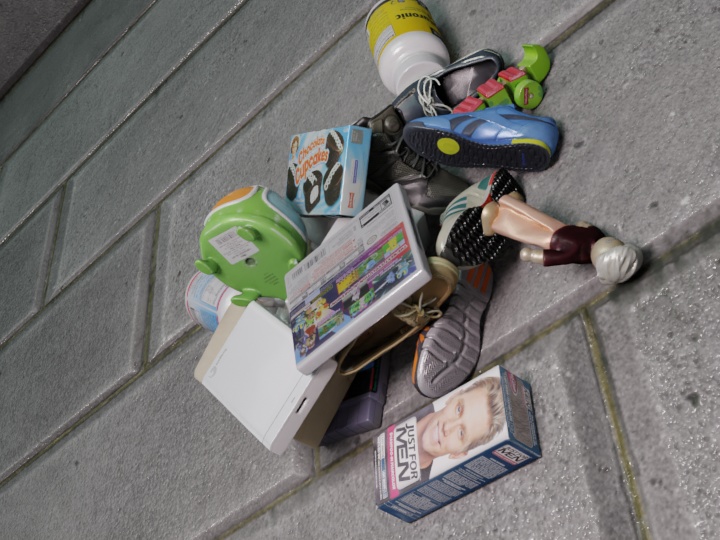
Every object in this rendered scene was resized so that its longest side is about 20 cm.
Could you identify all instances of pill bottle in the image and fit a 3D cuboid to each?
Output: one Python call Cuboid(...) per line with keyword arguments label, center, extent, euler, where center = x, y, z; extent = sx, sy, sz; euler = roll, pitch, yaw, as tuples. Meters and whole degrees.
Cuboid(label="pill bottle", center=(-0.189, 0.057, 1.694), extent=(0.200, 0.109, 0.109), euler=(18, 78, 56))
Cuboid(label="pill bottle", center=(0.076, -0.335, 1.668), extent=(0.111, 0.111, 0.200), euler=(-42, 36, 23))

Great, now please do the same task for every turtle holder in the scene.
Cuboid(label="turtle holder", center=(-0.124, -0.037, 1.469), extent=(0.132, 0.185, 0.141), euler=(-81, 18, -46))

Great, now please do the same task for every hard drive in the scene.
Cuboid(label="hard drive", center=(-0.120, 0.131, 1.369), extent=(0.132, 0.027, 0.200), euler=(-58, 37, -1))

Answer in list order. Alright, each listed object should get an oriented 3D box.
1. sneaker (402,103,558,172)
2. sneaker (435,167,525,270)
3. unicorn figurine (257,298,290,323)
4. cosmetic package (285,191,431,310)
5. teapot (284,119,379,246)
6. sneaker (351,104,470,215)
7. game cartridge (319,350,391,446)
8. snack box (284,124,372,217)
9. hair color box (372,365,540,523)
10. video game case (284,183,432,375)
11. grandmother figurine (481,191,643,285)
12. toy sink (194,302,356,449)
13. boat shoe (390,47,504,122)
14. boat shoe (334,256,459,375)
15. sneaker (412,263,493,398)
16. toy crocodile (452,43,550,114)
Cuboid(label="sneaker", center=(0.157, -0.180, 1.407), extent=(0.199, 0.066, 0.079), euler=(7, 56, 13))
Cuboid(label="sneaker", center=(0.133, -0.051, 1.355), extent=(0.093, 0.070, 0.200), euler=(-31, 14, 42))
Cuboid(label="unicorn figurine", center=(-0.107, 0.069, 1.581), extent=(0.074, 0.137, 0.201), euler=(-143, 67, -66))
Cuboid(label="cosmetic package", center=(0.000, 0.000, 1.449), extent=(0.113, 0.081, 0.200), euler=(23, 65, 24))
Cuboid(label="teapot", center=(-0.035, -0.131, 1.614), extent=(0.200, 0.146, 0.197), euler=(-60, 33, -4))
Cuboid(label="sneaker", center=(0.063, -0.148, 1.456), extent=(0.076, 0.199, 0.114), euler=(-52, -19, -39))
Cuboid(label="game cartridge", center=(-0.012, 0.131, 1.472), extent=(0.129, 0.038, 0.201), euler=(-29, 42, 43))
Cuboid(label="snack box", center=(-0.048, -0.131, 1.465), extent=(0.200, 0.037, 0.117), euler=(5, 89, 65))
Cuboid(label="hair color box", center=(0.104, 0.200, 1.234), extent=(0.200, 0.060, 0.100), euler=(-34, 40, 31))
Cuboid(label="video game case", center=(-0.009, 0.008, 1.308), extent=(0.200, 0.023, 0.183), euler=(-38, 34, 19))
Cuboid(label="grandmother figurine", center=(0.230, -0.035, 1.230), extent=(0.121, 0.061, 0.200), euler=(-33, 39, -31))
Cuboid(label="toy sink", center=(-0.115, 0.138, 1.472), extent=(0.200, 0.112, 0.131), euler=(20, 80, 52))
Cuboid(label="boat shoe", center=(0.117, -0.251, 1.551), extent=(0.199, 0.075, 0.062), euler=(-25, 9, 16))
Cuboid(label="boat shoe", center=(0.042, 0.058, 1.292), extent=(0.200, 0.073, 0.063), euler=(-42, 28, 33))
Cuboid(label="sneaker", center=(0.093, 0.075, 1.352), extent=(0.112, 0.078, 0.200), euler=(-17, 39, 50))
Cuboid(label="toy crocodile", center=(0.179, -0.229, 1.466), extent=(0.200, 0.062, 0.068), euler=(-39, 32, -5))
